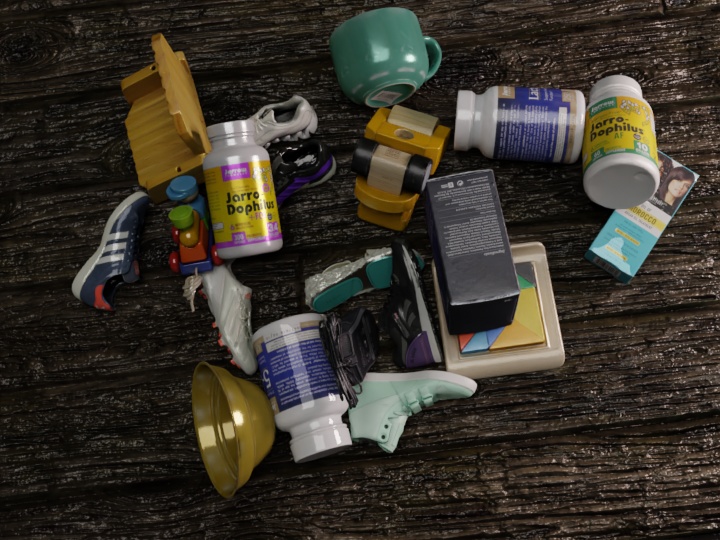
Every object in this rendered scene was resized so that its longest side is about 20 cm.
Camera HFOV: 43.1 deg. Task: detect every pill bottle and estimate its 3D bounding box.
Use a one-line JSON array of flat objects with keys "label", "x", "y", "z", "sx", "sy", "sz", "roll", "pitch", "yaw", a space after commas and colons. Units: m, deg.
[{"label": "pill bottle", "x": -0.083, "y": 0.177, "z": 1.367, "sx": 0.119, "sy": 0.120, "sz": 0.202, "roll": -17, "pitch": 74, "yaw": -1}, {"label": "pill bottle", "x": 0.401, "y": -0.205, "z": 1.417, "sx": 0.111, "sy": 0.113, "sz": 0.202, "roll": 5, "pitch": 54, "yaw": 5}, {"label": "pill bottle", "x": -0.183, "y": -0.123, "z": 1.393, "sx": 0.103, "sy": 0.104, "sz": 0.202, "roll": -9, "pitch": 94, "yaw": 1}, {"label": "pill bottle", "x": 0.250, "y": -0.233, "z": 1.454, "sx": 0.198, "sy": 0.116, "sz": 0.117, "roll": 4, "pitch": 76, "yaw": 5}]

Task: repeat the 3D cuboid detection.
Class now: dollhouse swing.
[{"label": "dollhouse swing", "x": -0.330, "y": -0.242, "z": 1.442, "sx": 0.180, "sy": 0.176, "sz": 0.202, "roll": -21, "pitch": 75, "yaw": 16}]

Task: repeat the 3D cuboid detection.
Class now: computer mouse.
[{"label": "computer mouse", "x": -0.021, "y": 0.112, "z": 1.352, "sx": 0.052, "sy": 0.200, "sz": 0.140, "roll": -12, "pitch": 99, "yaw": 17}]

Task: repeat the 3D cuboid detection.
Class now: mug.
[{"label": "mug", "x": 0.049, "y": -0.339, "z": 1.476, "sx": 0.183, "sy": 0.152, "sz": 0.116, "roll": -14, "pitch": 78, "yaw": 0}]

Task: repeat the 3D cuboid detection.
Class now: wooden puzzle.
[{"label": "wooden puzzle", "x": 0.213, "y": 0.061, "z": 1.420, "sx": 0.183, "sy": 0.037, "sz": 0.202, "roll": -7, "pitch": 75, "yaw": 2}]

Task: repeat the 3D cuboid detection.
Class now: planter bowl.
[{"label": "planter bowl", "x": -0.180, "y": 0.226, "z": 1.349, "sx": 0.083, "sy": 0.200, "sz": 0.202, "roll": -10, "pitch": 73, "yaw": -27}]

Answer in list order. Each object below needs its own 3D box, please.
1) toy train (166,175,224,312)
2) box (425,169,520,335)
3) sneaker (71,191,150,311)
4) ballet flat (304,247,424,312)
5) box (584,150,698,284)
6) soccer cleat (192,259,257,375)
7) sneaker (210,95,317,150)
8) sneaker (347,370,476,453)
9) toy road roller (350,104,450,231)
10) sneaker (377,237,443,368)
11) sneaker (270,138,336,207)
[{"label": "toy train", "x": -0.263, "y": -0.047, "z": 1.401, "sx": 0.084, "sy": 0.116, "sz": 0.201, "roll": -10, "pitch": 41, "yaw": 2}, {"label": "box", "x": 0.164, "y": -0.024, "z": 1.360, "sx": 0.103, "sy": 0.148, "sz": 0.202, "roll": -9, "pitch": 68, "yaw": 1}, {"label": "sneaker", "x": -0.377, "y": -0.026, "z": 1.468, "sx": 0.084, "sy": 0.075, "sz": 0.201, "roll": 29, "pitch": 89, "yaw": 12}, {"label": "ballet flat", "x": 0.000, "y": 0.000, "z": 1.440, "sx": 0.198, "sy": 0.072, "sz": 0.072, "roll": -21, "pitch": 75, "yaw": -4}, {"label": "box", "x": 0.442, "y": -0.085, "z": 1.436, "sx": 0.082, "sy": 0.049, "sz": 0.201, "roll": 33, "pitch": 80, "yaw": 11}, {"label": "soccer cleat", "x": -0.197, "y": 0.066, "z": 1.432, "sx": 0.077, "sy": 0.069, "sz": 0.201, "roll": -26, "pitch": 72, "yaw": -1}, {"label": "sneaker", "x": -0.169, "y": -0.231, "z": 1.501, "sx": 0.199, "sy": 0.081, "sz": 0.076, "roll": -27, "pitch": 77, "yaw": -2}, {"label": "sneaker", "x": 0.077, "y": 0.215, "z": 1.368, "sx": 0.198, "sy": 0.074, "sz": 0.119, "roll": -4, "pitch": 68, "yaw": 13}, {"label": "toy road roller", "x": 0.056, "y": -0.159, "z": 1.462, "sx": 0.122, "sy": 0.147, "sz": 0.201, "roll": 19, "pitch": 40, "yaw": 9}, {"label": "sneaker", "x": 0.061, "y": 0.054, "z": 1.388, "sx": 0.087, "sy": 0.076, "sz": 0.202, "roll": -14, "pitch": 98, "yaw": 8}, {"label": "sneaker", "x": -0.134, "y": -0.151, "z": 1.466, "sx": 0.199, "sy": 0.100, "sz": 0.070, "roll": -34, "pitch": 74, "yaw": -6}]
